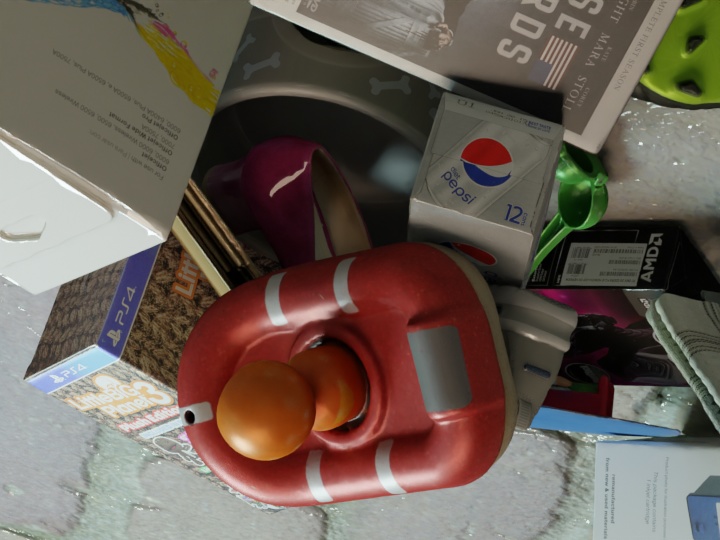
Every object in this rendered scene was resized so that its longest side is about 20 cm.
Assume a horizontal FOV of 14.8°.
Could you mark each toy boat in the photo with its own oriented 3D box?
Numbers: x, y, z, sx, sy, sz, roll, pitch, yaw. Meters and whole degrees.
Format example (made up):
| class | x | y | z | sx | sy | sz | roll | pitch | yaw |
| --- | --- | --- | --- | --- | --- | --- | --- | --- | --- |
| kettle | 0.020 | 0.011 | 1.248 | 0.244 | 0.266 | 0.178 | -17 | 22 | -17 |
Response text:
| class | x | y | z | sx | sy | sz | roll | pitch | yaw |
| --- | --- | --- | --- | --- | --- | --- | --- | --- | --- |
| toy boat | -0.025 | 0.063 | 1.448 | 0.200 | 0.131 | 0.131 | -12 | -177 | 43 |

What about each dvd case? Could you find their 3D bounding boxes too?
| class | x | y | z | sx | sy | sz | roll | pitch | yaw |
| --- | --- | --- | --- | --- | --- | --- | --- | --- | --- |
| dvd case | 0.063 | -0.160 | 1.389 | 0.200 | 0.025 | 0.151 | 23 | 117 | -9 |

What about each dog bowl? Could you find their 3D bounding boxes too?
| class | x | y | z | sx | sy | sz | roll | pitch | yaw |
| --- | --- | --- | --- | --- | --- | --- | --- | --- | --- |
| dog bowl | -0.015 | -0.069 | 1.626 | 0.200 | 0.059 | 0.200 | 12 | 145 | 9 |

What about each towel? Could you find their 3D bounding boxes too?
| class | x | y | z | sx | sy | sz | roll | pitch | yaw |
| --- | --- | --- | --- | --- | --- | --- | --- | --- | --- |
| towel | 0.275 | 0.062 | 1.585 | 0.192 | 0.200 | 0.035 | 4 | 113 | -15 |

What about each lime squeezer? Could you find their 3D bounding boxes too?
| class | x | y | z | sx | sy | sz | roll | pitch | yaw |
| --- | --- | --- | --- | --- | --- | --- | --- | --- | --- |
| lime squeezer | 0.110 | -0.054 | 1.619 | 0.070 | 0.038 | 0.200 | -6 | 146 | 2 |

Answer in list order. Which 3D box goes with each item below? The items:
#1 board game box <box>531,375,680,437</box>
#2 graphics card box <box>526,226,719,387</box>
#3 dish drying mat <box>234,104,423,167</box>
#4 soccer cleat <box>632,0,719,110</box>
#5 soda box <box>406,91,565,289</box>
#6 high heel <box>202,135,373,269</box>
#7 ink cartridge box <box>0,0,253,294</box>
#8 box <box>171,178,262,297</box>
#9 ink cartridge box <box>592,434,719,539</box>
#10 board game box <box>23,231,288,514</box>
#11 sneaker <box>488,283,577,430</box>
| class | x | y | z | sx | sy | sz | roll | pitch | yaw |
| --- | --- | --- | --- | --- | --- | --- | --- | --- | --- |
| board game box | 0.106 | 0.073 | 1.746 | 0.200 | 0.039 | 0.158 | 11 | 172 | -35 |
| graphics card box | 0.130 | 0.024 | 1.750 | 0.200 | 0.051 | 0.126 | -1 | 148 | 31 |
| dish drying mat | -0.036 | -0.078 | 1.692 | 0.199 | 0.018 | 0.077 | 13 | 148 | 8 |
| soccer cleat | 0.126 | -0.125 | 1.469 | 0.199 | 0.068 | 0.081 | 6 | -173 | 0 |
| soda box | 0.064 | -0.028 | 1.487 | 0.068 | 0.064 | 0.200 | 16 | 165 | 5 |
| high heel | 0.000 | 0.000 | 1.605 | 0.096 | 0.067 | 0.200 | -12 | 122 | 50 |
| ink cartridge box | -0.165 | -0.116 | 1.500 | 0.144 | 0.200 | 0.147 | 32 | 150 | -26 |
| box | -0.083 | -0.007 | 1.631 | 0.164 | 0.021 | 0.200 | 54 | 175 | -10 |
| ink cartridge box | 0.270 | 0.154 | 1.810 | 0.200 | 0.088 | 0.145 | 3 | 180 | 30 |
| board game box | -0.090 | 0.037 | 1.788 | 0.200 | 0.160 | 0.097 | 30 | 150 | -24 |
| sneaker | 0.039 | 0.058 | 1.533 | 0.075 | 0.082 | 0.200 | 23 | 163 | -23 |
